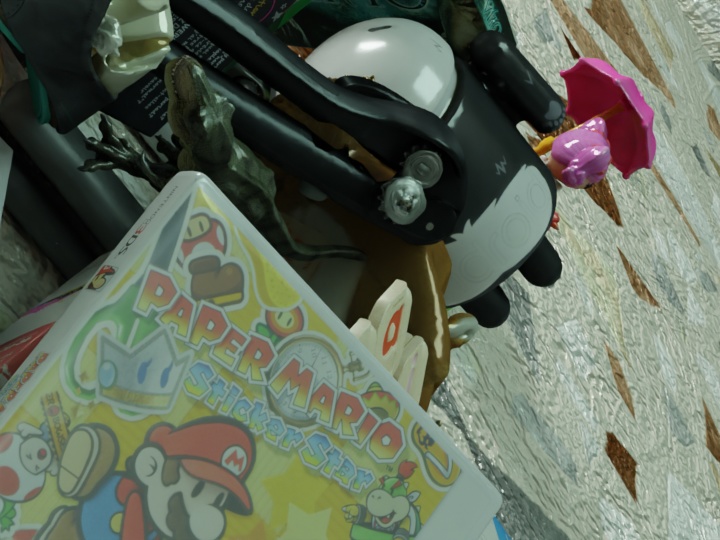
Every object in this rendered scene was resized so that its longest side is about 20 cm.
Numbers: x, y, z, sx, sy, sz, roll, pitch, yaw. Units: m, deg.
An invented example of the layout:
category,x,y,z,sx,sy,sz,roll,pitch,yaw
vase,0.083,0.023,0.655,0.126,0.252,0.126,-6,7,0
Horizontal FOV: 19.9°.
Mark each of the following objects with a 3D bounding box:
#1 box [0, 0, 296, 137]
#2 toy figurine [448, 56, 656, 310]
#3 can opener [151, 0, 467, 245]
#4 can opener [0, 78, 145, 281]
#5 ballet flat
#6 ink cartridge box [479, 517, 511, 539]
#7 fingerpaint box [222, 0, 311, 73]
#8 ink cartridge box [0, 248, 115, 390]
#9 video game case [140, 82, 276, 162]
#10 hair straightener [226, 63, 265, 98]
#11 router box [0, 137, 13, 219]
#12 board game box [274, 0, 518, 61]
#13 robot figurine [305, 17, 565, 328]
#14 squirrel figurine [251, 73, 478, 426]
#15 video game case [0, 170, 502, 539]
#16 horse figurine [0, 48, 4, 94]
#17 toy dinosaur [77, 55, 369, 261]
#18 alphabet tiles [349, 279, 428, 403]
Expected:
category,x,y,z,sx,sy,sz,roll,pitch,yaw
box,-0.129,-0.190,1.002,0.200,0.132,0.115,55,14,26
toy figurine,0.121,-0.074,1.458,0.150,0.184,0.200,56,21,-16
can opener,-0.030,-0.072,0.947,0.200,0.064,0.079,27,6,-29
can opener,-0.112,0.003,0.958,0.200,0.053,0.067,55,19,-17
ballet flat,-0.109,-0.100,0.824,0.200,0.073,0.073,101,-36,-79
ink cartridge box,0.036,0.191,1.053,0.115,0.068,0.200,55,21,-19
fingerpaint box,-0.077,-0.233,1.095,0.073,0.167,0.201,3,58,-51
ink cartridge box,-0.086,0.053,0.864,0.117,0.067,0.200,59,33,-10
video game case,-0.112,-0.134,1.195,0.182,0.023,0.200,51,21,-26
hair straightener,-0.101,-0.154,1.180,0.077,0.041,0.201,16,50,-36
router box,-0.213,-0.037,0.761,0.180,0.049,0.200,50,22,-31
board game box,-0.009,-0.188,1.263,0.028,0.199,0.135,-55,137,-28
robot figurine,0.038,-0.059,1.235,0.200,0.125,0.151,48,58,-27
squirrel figurine,0.000,0.000,1.098,0.187,0.141,0.201,38,44,-64
video game case,-0.055,0.096,0.772,0.200,0.023,0.182,48,68,-27
horse figurine,-0.189,-0.140,0.857,0.133,0.050,0.200,49,2,-18
toy dinosaur,-0.067,-0.043,0.919,0.048,0.088,0.200,-66,156,-10
alphabet tiles,-0.019,0.109,0.897,0.200,0.015,0.196,-45,149,-55
